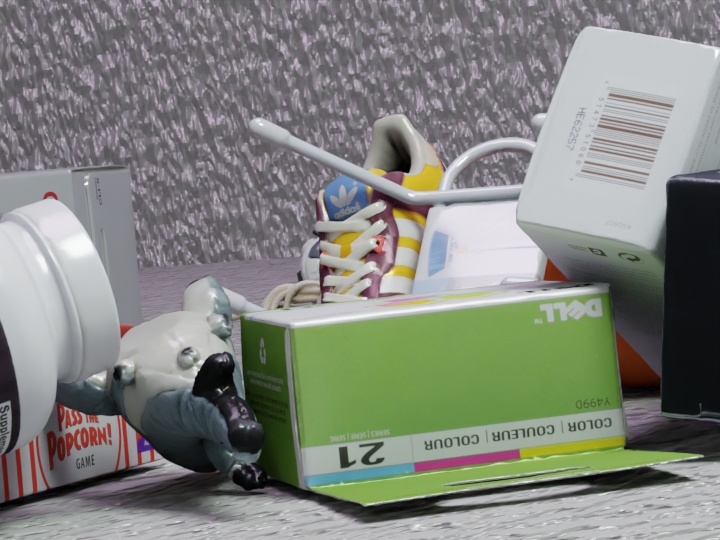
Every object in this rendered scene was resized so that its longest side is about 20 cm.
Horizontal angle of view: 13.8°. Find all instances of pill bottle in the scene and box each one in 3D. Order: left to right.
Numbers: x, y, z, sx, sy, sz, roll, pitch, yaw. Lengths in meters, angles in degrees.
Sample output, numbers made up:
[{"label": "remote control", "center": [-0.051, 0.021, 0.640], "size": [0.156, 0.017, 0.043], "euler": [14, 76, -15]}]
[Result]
[{"label": "pill bottle", "center": [-0.203, 0.038, 1.217], "size": [0.200, 0.113, 0.112], "euler": [-22, 9, -24]}]

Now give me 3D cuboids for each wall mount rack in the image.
[{"label": "wall mount rack", "center": [0.024, -0.014, 1.484], "size": [0.173, 0.075, 0.200], "euler": [-3, 46, 18]}]

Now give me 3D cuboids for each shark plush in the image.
[{"label": "shark plush", "center": [-0.059, 0.056, 1.283], "size": [0.091, 0.083, 0.200], "euler": [-34, 10, -22]}]

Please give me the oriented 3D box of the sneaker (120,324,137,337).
[{"label": "sneaker", "center": [-0.199, 0.056, 1.566], "size": [0.115, 0.078, 0.200], "euler": [-16, -28, 33]}]

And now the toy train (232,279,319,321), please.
[{"label": "toy train", "center": [0.000, 0.040, 1.657], "size": [0.200, 0.085, 0.116], "euler": [-7, 17, 20]}]

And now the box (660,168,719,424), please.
[{"label": "box", "center": [0.234, 0.007, 1.281], "size": [0.148, 0.105, 0.200], "euler": [5, 7, 31]}]

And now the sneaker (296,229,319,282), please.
[{"label": "sneaker", "center": [-0.015, 0.005, 2.335], "size": [0.129, 0.080, 0.199], "euler": [-5, 2, 35]}]

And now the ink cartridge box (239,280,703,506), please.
[{"label": "ink cartridge box", "center": [0.043, 0.049, 1.255], "size": [0.148, 0.076, 0.200], "euler": [-6, 1, -14]}]

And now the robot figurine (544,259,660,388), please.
[{"label": "robot figurine", "center": [0.171, 0.004, 1.550], "size": [0.200, 0.144, 0.117], "euler": [-3, 40, 38]}]

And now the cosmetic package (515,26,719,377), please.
[{"label": "cosmetic package", "center": [0.149, -0.021, 1.352], "size": [0.074, 0.102, 0.200], "euler": [13, -17, 29]}]

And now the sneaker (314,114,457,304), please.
[{"label": "sneaker", "center": [0.000, 0.000, 1.558], "size": [0.075, 0.090, 0.200], "euler": [-14, 29, 25]}]

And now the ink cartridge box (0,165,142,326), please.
[{"label": "ink cartridge box", "center": [-0.287, -0.003, 2.346], "size": [0.200, 0.146, 0.145], "euler": [-4, 3, 15]}]

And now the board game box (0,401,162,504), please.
[{"label": "board game box", "center": [-0.215, 0.082, 1.404], "size": [0.200, 0.046, 0.151], "euler": [-4, 3, 27]}]
